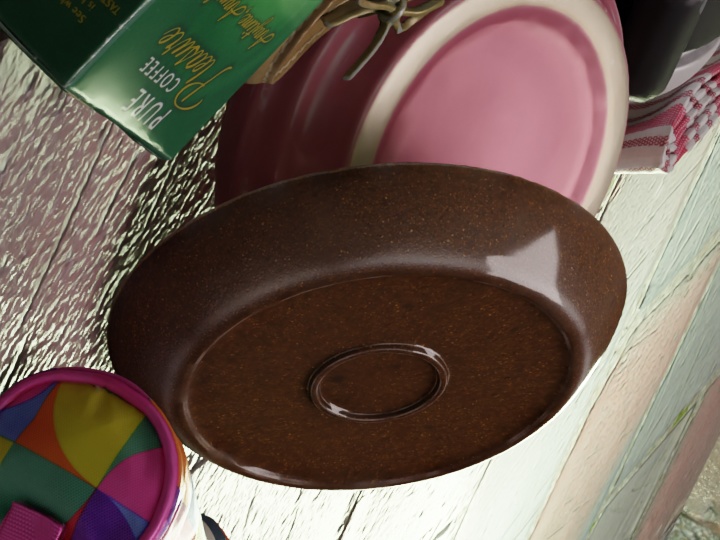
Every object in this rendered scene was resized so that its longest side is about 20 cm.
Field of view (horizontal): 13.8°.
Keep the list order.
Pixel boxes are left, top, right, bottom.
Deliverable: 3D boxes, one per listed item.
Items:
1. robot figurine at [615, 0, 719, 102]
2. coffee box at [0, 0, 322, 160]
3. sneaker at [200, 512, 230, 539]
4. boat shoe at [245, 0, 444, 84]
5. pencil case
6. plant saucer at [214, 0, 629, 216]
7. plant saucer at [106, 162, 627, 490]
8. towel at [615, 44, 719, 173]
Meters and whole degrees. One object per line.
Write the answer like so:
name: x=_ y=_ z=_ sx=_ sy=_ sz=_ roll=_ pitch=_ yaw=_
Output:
robot figurine: x=0.116 y=-0.162 z=1.268 sx=0.150 sy=0.125 sz=0.200 roll=-46 pitch=164 yaw=-41
coffee box: x=-0.019 y=-0.126 z=0.902 sx=0.200 sy=0.044 sz=0.123 roll=-46 pitch=167 yaw=3
sneaker: x=-0.105 y=0.195 z=1.288 sx=0.200 sy=0.075 sz=0.085 roll=-62 pitch=163 yaw=4
boat shoe: x=0.029 y=-0.132 z=1.054 sx=0.200 sy=0.063 sz=0.073 roll=-45 pitch=-179 yaw=-1
pencil case: x=-0.098 y=0.106 z=1.116 sx=0.088 sy=0.088 sz=0.200 roll=-56 pitch=165 yaw=-19
plant saucer: x=0.035 y=-0.052 z=1.165 sx=0.201 sy=0.051 sz=0.201 roll=-24 pitch=128 yaw=-33
plant saucer: x=0.005 y=0.031 z=1.132 sx=0.200 sy=0.200 sz=0.034 roll=100 pitch=-14 yaw=-56
towel: x=0.111 y=-0.096 z=1.389 sx=0.200 sy=0.146 sz=0.030 roll=-45 pitch=128 yaw=-50
